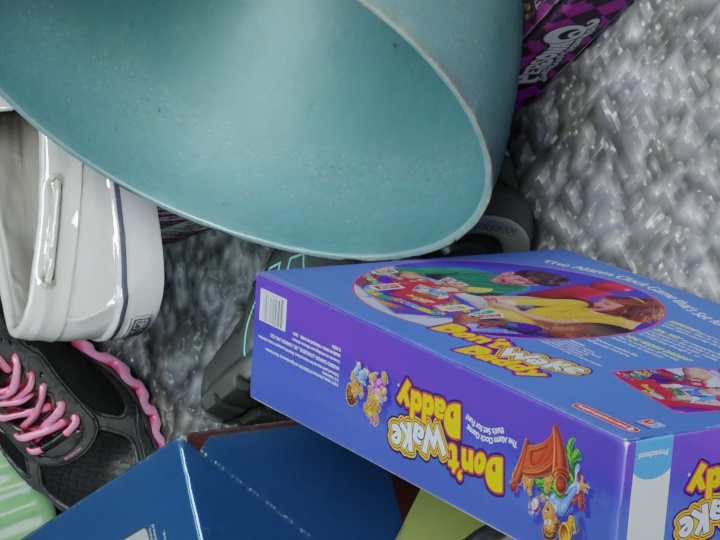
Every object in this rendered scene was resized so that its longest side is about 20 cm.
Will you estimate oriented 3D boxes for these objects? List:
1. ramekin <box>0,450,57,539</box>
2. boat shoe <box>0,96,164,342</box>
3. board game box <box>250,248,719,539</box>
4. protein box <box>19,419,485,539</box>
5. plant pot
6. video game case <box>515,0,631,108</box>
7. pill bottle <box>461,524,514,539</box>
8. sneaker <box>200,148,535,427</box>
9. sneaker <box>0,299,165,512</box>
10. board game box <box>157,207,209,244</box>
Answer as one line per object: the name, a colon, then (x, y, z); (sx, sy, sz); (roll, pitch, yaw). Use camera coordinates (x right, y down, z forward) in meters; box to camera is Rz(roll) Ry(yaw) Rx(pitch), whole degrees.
ramekin: (-0.228, 0.124, 1.247); (0.200, 0.097, 0.201); (46, 144, 47)
boat shoe: (-0.130, -0.069, 0.954); (0.072, 0.065, 0.202); (-15, 82, 57)
board game box: (0.072, 0.040, 0.771); (0.200, 0.134, 0.045); (23, 113, 54)
protein box: (-0.038, 0.180, 0.957); (0.200, 0.134, 0.200); (-34, 66, 53)
plant pot: (-0.027, -0.115, 0.821); (0.200, 0.200, 0.135); (-22, 40, 56)
video game case: (0.061, -0.188, 0.850); (0.181, 0.036, 0.201); (-45, 57, 50)
pill bottle: (0.101, 0.165, 0.761); (0.200, 0.111, 0.113); (36, 123, 50)
sneaker: (0.000, 0.000, 0.952); (0.200, 0.075, 0.080); (-40, 49, 43)
sneaker: (-0.166, 0.045, 1.123); (0.079, 0.095, 0.201); (-33, 97, 15)
board game box: (-0.090, -0.102, 1.039); (0.200, 0.096, 0.161); (-15, 81, 57)
